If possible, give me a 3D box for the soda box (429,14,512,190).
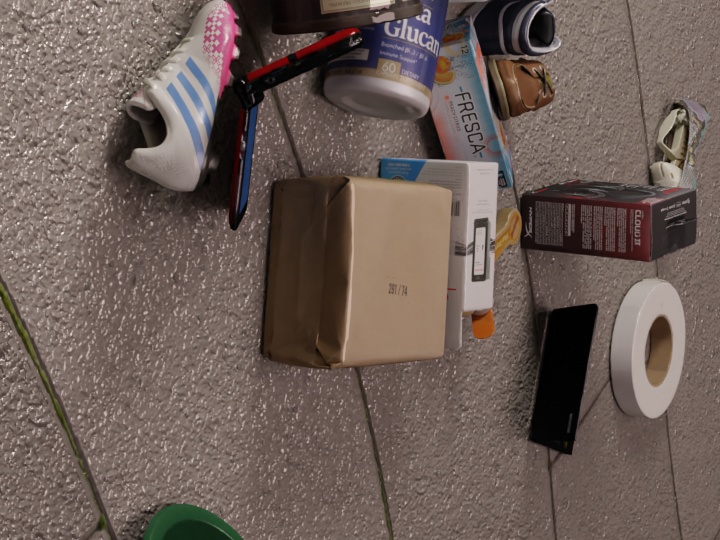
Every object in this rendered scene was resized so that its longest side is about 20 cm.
[{"bbox_3d":[0.117,-0.183,1.844,0.064,0.068,0.201,-84,158,-53],"label":"soda box"}]

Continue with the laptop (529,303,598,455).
[{"bbox_3d":[0.290,0.146,2.137,0.200,0.103,0.178,26,73,-55],"label":"laptop"}]

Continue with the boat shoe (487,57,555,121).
[{"bbox_3d":[0.189,-0.218,1.897,0.200,0.068,0.072,-55,133,-77],"label":"boat shoe"}]

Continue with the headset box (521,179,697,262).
[{"bbox_3d":[0.325,-0.065,2.075,0.149,0.199,0.078,-17,109,-54],"label":"headset box"}]

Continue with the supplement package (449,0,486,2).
[{"bbox_3d":[0.129,-0.372,1.806,0.200,0.117,0.117,-33,122,-50],"label":"supplement package"}]

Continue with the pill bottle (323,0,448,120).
[{"bbox_3d":[0.033,-0.264,1.677,0.111,0.111,0.201,23,74,-56],"label":"pill bottle"}]

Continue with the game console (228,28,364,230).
[{"bbox_3d":[-0.058,-0.132,1.472,0.200,0.172,0.119,-102,168,-82],"label":"game console"}]

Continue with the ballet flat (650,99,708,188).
[{"bbox_3d":[0.460,-0.161,2.409,0.072,0.072,0.201,33,66,-54],"label":"ballet flat"}]

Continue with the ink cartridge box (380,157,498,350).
[{"bbox_3d":[0.082,-0.020,1.782,0.068,0.116,0.201,-5,99,-55],"label":"ink cartridge box"}]

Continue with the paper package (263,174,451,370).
[{"bbox_3d":[0.000,0.000,1.670,0.200,0.103,0.192,1,94,-56],"label":"paper package"}]

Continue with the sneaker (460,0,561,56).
[{"bbox_3d":[0.200,-0.314,1.931,0.200,0.108,0.070,-54,136,-39],"label":"sneaker"}]

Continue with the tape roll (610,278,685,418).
[{"bbox_3d":[0.424,0.115,2.401,0.202,0.037,0.204,-10,102,-56],"label":"tape roll"}]

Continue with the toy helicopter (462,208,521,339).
[{"bbox_3d":[0.147,-0.009,1.923,0.200,0.079,0.133,-44,130,-50],"label":"toy helicopter"}]

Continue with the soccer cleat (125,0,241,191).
[{"bbox_3d":[-0.158,-0.164,1.438,0.086,0.070,0.201,15,59,-16],"label":"soccer cleat"}]

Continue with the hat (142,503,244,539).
[{"bbox_3d":[-0.184,0.345,1.511,0.165,0.176,0.201,7,51,-55],"label":"hat"}]

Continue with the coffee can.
[{"bbox_3d":[-0.025,-0.332,1.535,0.146,0.146,0.201,-24,110,-54],"label":"coffee can"}]
